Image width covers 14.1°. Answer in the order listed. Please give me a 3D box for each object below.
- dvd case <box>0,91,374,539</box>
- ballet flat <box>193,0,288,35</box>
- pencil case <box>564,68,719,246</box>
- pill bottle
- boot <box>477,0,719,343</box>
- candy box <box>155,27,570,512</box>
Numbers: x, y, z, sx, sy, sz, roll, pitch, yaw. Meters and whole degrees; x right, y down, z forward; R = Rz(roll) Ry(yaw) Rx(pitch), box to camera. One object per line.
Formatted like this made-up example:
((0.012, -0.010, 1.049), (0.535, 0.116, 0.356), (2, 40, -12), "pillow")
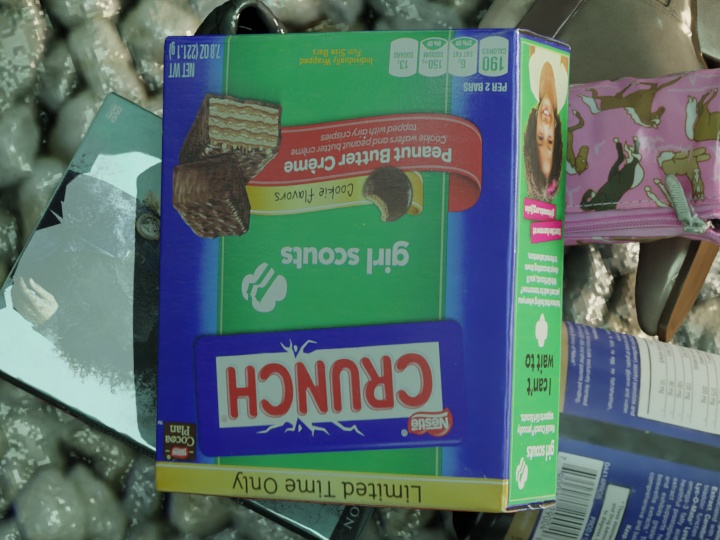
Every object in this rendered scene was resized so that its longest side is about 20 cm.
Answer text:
((-0.062, 0.024, 1.345), (0.199, 0.022, 0.146), (29, 74, -2), "dvd case")
((-0.041, -0.027, 1.320), (0.066, 0.057, 0.201), (-14, 79, -10), "ballet flat")
((0.088, -0.043, 1.292), (0.199, 0.086, 0.083), (-3, 87, 25), "pencil case")
((0.150, 0.092, 1.313), (0.199, 0.112, 0.112), (13, 75, -5), "pill bottle")
((0.119, -0.078, 1.369), (0.146, 0.070, 0.200), (23, 65, 10), "boot")
((0.000, 0.000, 1.243), (0.168, 0.077, 0.201), (1, 90, 25), "candy box")
